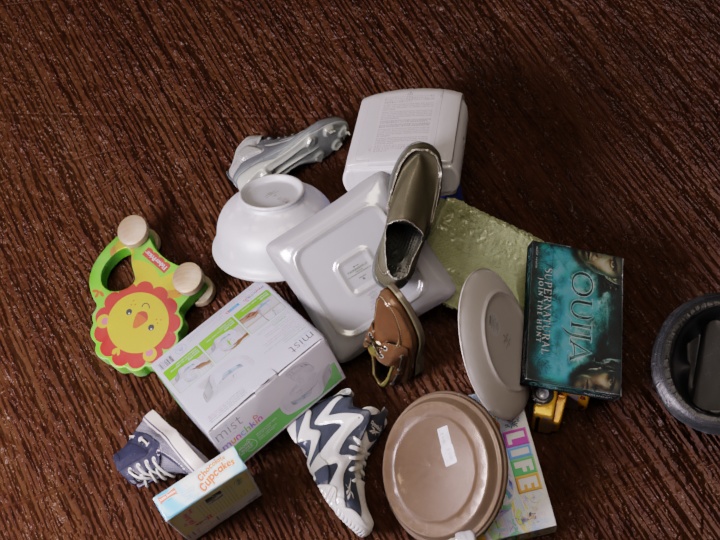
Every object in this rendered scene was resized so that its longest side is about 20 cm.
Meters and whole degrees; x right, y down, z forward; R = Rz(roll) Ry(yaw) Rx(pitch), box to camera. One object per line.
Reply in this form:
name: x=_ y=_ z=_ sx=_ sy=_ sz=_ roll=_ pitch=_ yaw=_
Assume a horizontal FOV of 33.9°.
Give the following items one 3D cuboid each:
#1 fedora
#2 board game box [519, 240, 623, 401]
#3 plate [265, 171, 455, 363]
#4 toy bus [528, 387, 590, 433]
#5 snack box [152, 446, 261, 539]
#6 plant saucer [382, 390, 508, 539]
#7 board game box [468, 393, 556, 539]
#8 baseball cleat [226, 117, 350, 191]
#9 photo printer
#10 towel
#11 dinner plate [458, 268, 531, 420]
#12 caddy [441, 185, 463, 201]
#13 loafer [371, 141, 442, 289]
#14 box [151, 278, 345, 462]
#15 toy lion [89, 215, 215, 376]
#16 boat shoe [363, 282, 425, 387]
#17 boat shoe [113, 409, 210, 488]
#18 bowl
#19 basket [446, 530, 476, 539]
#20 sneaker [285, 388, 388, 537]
fedora: x=0.475 y=0.134 z=1.568 sx=0.198 sy=0.092 sz=0.203 roll=-3 pitch=62 yaw=5
board game box: x=0.285 y=0.066 z=1.580 sx=0.134 sy=0.028 sz=0.202 roll=10 pitch=66 yaw=-8
plate: x=0.000 y=0.000 z=1.618 sx=0.199 sy=0.032 sz=0.201 roll=-32 pitch=97 yaw=8
toy bus: x=0.280 y=0.121 z=1.614 sx=0.077 sy=0.065 sz=0.202 roll=10 pitch=64 yaw=9
snack box: x=-0.191 y=0.288 z=1.508 sx=0.116 sy=0.200 sz=0.037 roll=-33 pitch=73 yaw=-11
plant saucer: x=0.101 y=0.255 z=1.524 sx=0.199 sy=0.029 sz=0.202 roll=-10 pitch=75 yaw=39
board game box: x=0.169 y=0.262 z=1.572 sx=0.133 sy=0.034 sz=0.202 roll=-13 pitch=62 yaw=0
baseball cleat: x=-0.117 y=-0.193 z=1.824 sx=0.199 sy=0.070 sz=0.106 roll=-33 pitch=53 yaw=-17
photo printer: x=0.069 y=-0.188 z=1.687 sx=0.164 sy=0.070 sz=0.201 roll=-2 pitch=42 yaw=12
towel: x=0.167 y=-0.006 z=1.647 sx=0.198 sy=0.037 sz=0.150 roll=23 pitch=99 yaw=-4
dinner plate: x=0.186 y=0.094 z=1.553 sx=0.024 sy=0.200 sz=0.202 roll=-15 pitch=57 yaw=33
caddy: x=0.070 y=-0.104 z=1.731 sx=0.140 sy=0.106 sz=0.200 roll=-26 pitch=45 yaw=-15
loafer: x=0.068 y=-0.070 z=1.557 sx=0.074 sy=0.070 sz=0.202 roll=12 pitch=91 yaw=-9
box: x=-0.154 y=0.136 z=1.611 sx=0.200 sy=0.097 sz=0.176 roll=-39 pitch=45 yaw=-13
toy lion: x=-0.325 y=0.047 z=1.734 sx=0.200 sy=0.069 sz=0.192 roll=38 pitch=81 yaw=23
boat shoe: x=0.042 y=0.097 z=1.578 sx=0.068 sy=0.201 sz=0.072 roll=-30 pitch=54 yaw=-13
boat shoe: x=-0.263 y=0.258 z=1.568 sx=0.093 sy=0.075 sz=0.200 roll=-48 pitch=25 yaw=-11
bowl: x=-0.123 y=-0.077 z=1.707 sx=0.199 sy=0.091 sz=0.202 roll=-5 pitch=35 yaw=3
basket: x=0.112 y=0.439 z=1.431 sx=0.122 sy=0.136 sz=0.202 roll=-17 pitch=62 yaw=0
sneaker: x=-0.004 y=0.243 z=1.576 sx=0.129 sy=0.080 sz=0.200 roll=-33 pitch=53 yaw=-1
